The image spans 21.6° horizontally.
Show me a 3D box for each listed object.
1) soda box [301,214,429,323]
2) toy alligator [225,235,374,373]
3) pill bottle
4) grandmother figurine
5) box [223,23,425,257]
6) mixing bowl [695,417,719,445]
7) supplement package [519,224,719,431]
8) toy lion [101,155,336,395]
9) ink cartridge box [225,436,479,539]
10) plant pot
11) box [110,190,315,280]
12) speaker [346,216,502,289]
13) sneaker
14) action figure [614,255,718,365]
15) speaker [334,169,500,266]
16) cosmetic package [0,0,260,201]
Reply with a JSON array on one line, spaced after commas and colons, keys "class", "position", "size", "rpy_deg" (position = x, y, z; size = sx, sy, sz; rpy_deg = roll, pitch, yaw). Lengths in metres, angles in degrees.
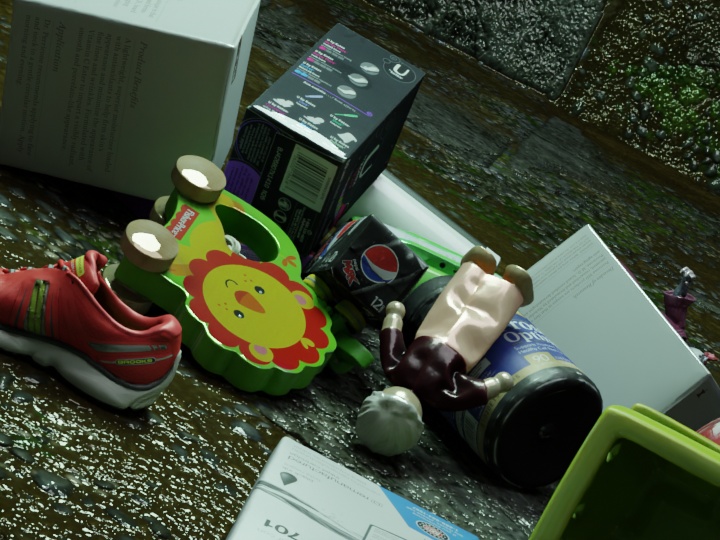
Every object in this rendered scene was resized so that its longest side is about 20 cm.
[{"class": "soda box", "position": [0.000, 0.000, 1.637], "size": [0.071, 0.063, 0.200], "rpy_deg": [42, -7, -6]}, {"class": "toy alligator", "position": [-0.056, 0.036, 1.609], "size": [0.200, 0.059, 0.054], "rpy_deg": [37, -23, 32]}, {"class": "pill bottle", "position": [0.111, 0.088, 1.604], "size": [0.111, 0.112, 0.200], "rpy_deg": [16, 19, -36]}, {"class": "grandmother figurine", "position": [0.065, 0.071, 1.505], "size": [0.121, 0.061, 0.200], "rpy_deg": [24, 54, 27]}, {"class": "box", "position": [-0.036, -0.124, 1.766], "size": [0.106, 0.123, 0.200], "rpy_deg": [30, 38, 8]}, {"class": "mixing bowl", "position": [0.302, 0.206, 1.363], "size": [0.199, 0.201, 0.108], "rpy_deg": [29, 14, 9]}, {"class": "supplement package", "position": [0.227, 0.082, 1.676], "size": [0.200, 0.117, 0.117], "rpy_deg": [55, 4, 38]}, {"class": "toy lion", "position": [-0.102, 0.013, 1.529], "size": [0.191, 0.069, 0.200], "rpy_deg": [31, 32, -3]}, {"class": "ink cartridge box", "position": [-0.015, 0.193, 1.097], "size": [0.146, 0.086, 0.200], "rpy_deg": [27, 14, 0]}, {"class": "plant pot", "position": [0.208, 0.208, 1.233], "size": [0.199, 0.200, 0.181], "rpy_deg": [29, 8, 9]}, {"class": "box", "position": [-0.147, -0.053, 1.764], "size": [0.136, 0.039, 0.200], "rpy_deg": [11, 22, -47]}, {"class": "speaker", "position": [0.067, 0.022, 1.793], "size": [0.199, 0.089, 0.089], "rpy_deg": [25, 15, -10]}, {"class": "sneaker", "position": [-0.214, 0.018, 1.327], "size": [0.199, 0.085, 0.077], "rpy_deg": [27, 14, 0]}, {"class": "action figure", "position": [0.308, 0.066, 2.107], "size": [0.199, 0.134, 0.149], "rpy_deg": [38, -29, -8]}, {"class": "speaker", "position": [0.040, -0.041, 1.903], "size": [0.199, 0.081, 0.081], "rpy_deg": [37, 15, -2]}, {"class": "cosmetic package", "position": [-0.209, -0.179, 1.710], "size": [0.198, 0.166, 0.165], "rpy_deg": [14, 28, -1]}]
